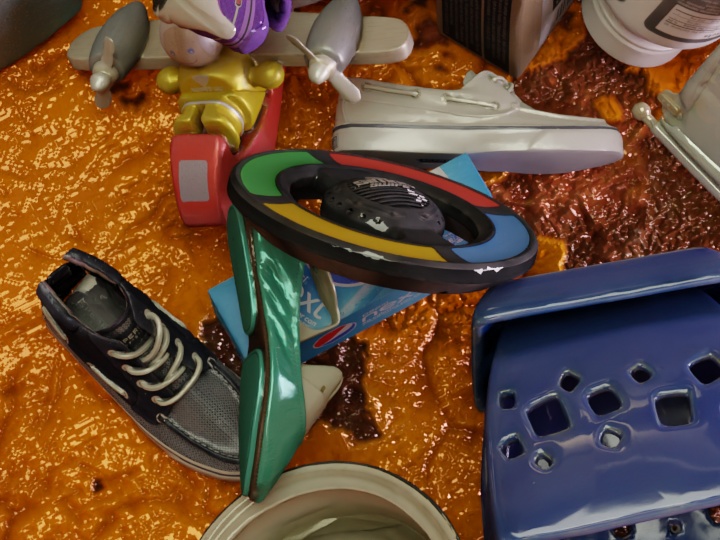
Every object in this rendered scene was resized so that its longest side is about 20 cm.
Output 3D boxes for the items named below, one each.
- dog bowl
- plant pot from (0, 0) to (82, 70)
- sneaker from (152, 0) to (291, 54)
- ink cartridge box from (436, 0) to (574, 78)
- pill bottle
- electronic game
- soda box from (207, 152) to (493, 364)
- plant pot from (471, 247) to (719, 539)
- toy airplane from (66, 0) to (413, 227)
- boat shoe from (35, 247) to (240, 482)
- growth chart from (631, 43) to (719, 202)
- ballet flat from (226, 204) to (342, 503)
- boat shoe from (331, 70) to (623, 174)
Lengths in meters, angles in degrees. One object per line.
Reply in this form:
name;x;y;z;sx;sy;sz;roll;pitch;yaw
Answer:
dog bowl;-0.015;0.229;1.540;0.200;0.074;0.200;-6;68;15
plant pot;-0.294;-0.232;1.636;0.200;0.196;0.196;-11;75;-12
sneaker;-0.079;-0.192;1.551;0.083;0.200;0.081;35;120;-13
ink cartridge box;0.134;-0.251;1.634;0.075;0.165;0.200;34;79;10
pill bottle;0.224;-0.216;1.597;0.111;0.200;0.111;9;64;-18
electronic game;0.014;-0.035;1.506;0.200;0.200;0.042;15;109;5
soda box;0.000;0.000;1.621;0.200;0.068;0.064;-29;77;-6
plant pot;0.166;0.101;1.529;0.200;0.200;0.180;-10;68;-1
toy airplane;-0.087;-0.152;1.625;0.200;0.141;0.199;-40;58;5
boat shoe;-0.138;0.065;1.595;0.200;0.093;0.075;36;79;10
growth chart;0.279;-0.104;1.591;0.145;0.200;0.018;50;49;5
ballet flat;-0.046;0.049;1.544;0.070;0.067;0.200;0;79;-13
boat shoe;0.081;-0.105;1.649;0.200;0.072;0.066;1;80;10
